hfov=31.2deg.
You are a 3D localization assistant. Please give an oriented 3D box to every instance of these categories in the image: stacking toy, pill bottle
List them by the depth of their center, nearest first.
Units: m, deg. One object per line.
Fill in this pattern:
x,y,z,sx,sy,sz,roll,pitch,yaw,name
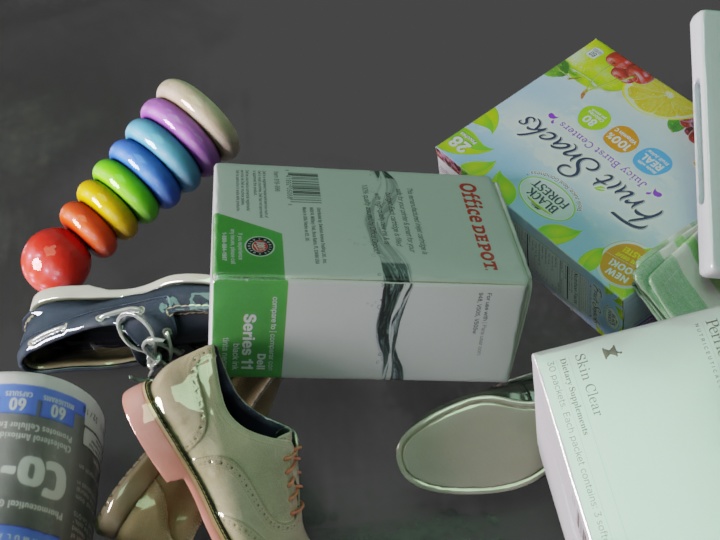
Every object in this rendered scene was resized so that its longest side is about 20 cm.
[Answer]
-0.230,0.176,0.832,0.114,0.114,0.200,-8,52,7,pill bottle
-0.189,-0.057,1.034,0.085,0.085,0.200,32,73,31,stacking toy

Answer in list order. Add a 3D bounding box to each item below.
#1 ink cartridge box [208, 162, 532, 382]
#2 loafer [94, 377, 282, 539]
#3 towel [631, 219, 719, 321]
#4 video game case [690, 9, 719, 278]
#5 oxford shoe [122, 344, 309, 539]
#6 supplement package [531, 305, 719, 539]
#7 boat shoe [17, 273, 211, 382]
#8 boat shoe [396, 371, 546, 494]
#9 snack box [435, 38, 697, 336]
0.000,0.000,0.863,0.200,0.083,0.147,2,33,-6,ink cartridge box
-0.098,0.118,0.877,0.067,0.076,0.200,42,59,-2,loafer
0.293,0.003,0.858,0.200,0.023,0.153,-37,84,-17,towel
0.320,-0.079,0.860,0.200,0.023,0.182,4,76,-9,video game case
-0.060,0.137,0.791,0.074,0.200,0.071,-36,7,4,oxford shoe
0.175,0.149,0.710,0.111,0.156,0.200,-15,62,1,supplement package
-0.159,0.044,0.942,0.200,0.075,0.062,-1,51,14,boat shoe
0.122,0.099,0.855,0.200,0.057,0.067,-19,87,3,boat shoe
0.182,-0.062,0.946,0.169,0.068,0.200,-34,52,-16,snack box
